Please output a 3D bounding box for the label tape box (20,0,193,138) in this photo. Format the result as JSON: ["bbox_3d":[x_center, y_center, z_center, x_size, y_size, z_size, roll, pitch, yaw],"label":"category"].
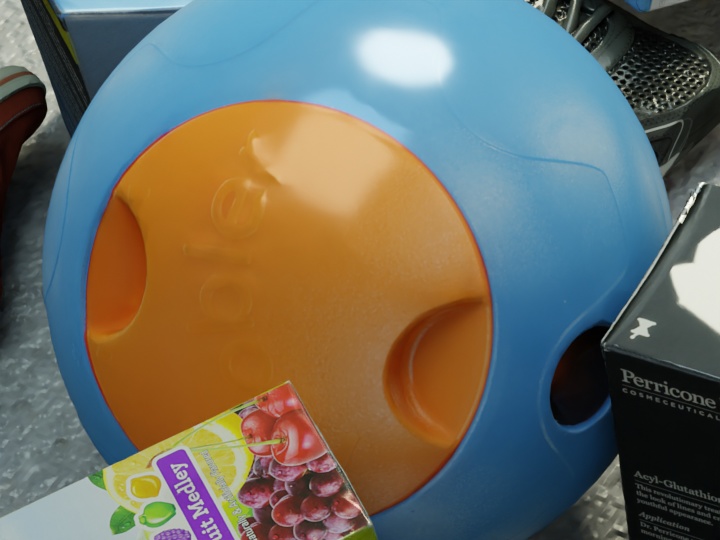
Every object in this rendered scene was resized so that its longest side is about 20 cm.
[{"bbox_3d":[-0.088,-0.099,0.944,0.063,0.200,0.144,-23,47,-8],"label":"label tape box"}]

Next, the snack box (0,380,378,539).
[{"bbox_3d":[-0.080,0.145,0.740,0.200,0.169,0.068,-25,45,-8],"label":"snack box"}]

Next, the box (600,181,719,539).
[{"bbox_3d":[0.181,0.068,0.769,0.200,0.141,0.079,16,54,25],"label":"box"}]

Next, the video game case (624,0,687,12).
[{"bbox_3d":[0.147,-0.163,1.033,0.200,0.018,0.143,-18,43,-29],"label":"video game case"}]

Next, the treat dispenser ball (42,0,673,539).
[{"bbox_3d":[0.000,0.000,0.832,0.201,0.201,0.201,-7,47,7],"label":"treat dispenser ball"}]

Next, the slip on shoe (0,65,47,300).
[{"bbox_3d":[-0.160,0.000,0.972,0.061,0.074,0.200,30,46,-7],"label":"slip on shoe"}]

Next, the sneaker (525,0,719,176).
[{"bbox_3d":[0.045,-0.097,0.990,0.200,0.086,0.080,21,57,28],"label":"sneaker"}]
